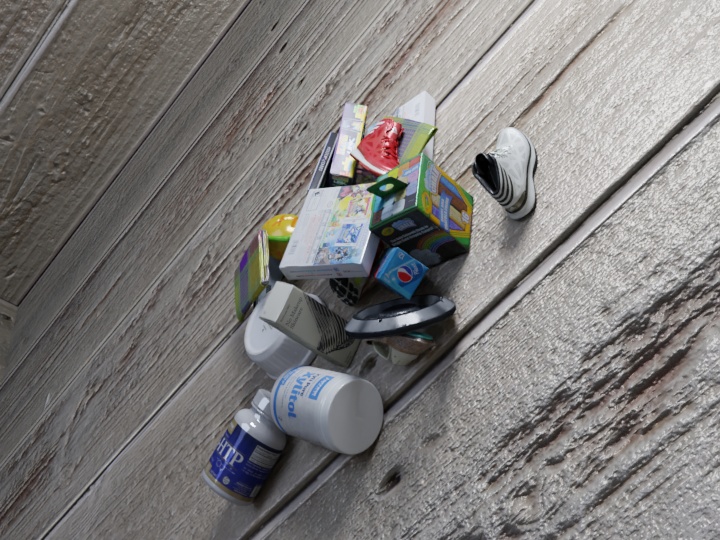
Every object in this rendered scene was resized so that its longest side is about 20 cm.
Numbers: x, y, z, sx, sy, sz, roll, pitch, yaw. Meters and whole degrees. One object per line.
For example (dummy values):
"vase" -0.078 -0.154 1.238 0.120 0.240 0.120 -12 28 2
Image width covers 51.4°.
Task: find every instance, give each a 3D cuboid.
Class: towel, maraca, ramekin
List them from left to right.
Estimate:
"towel" -0.250 0.014 1.721 0.200 0.022 0.147 -49 41 49
"ramekin" -0.169 0.129 1.618 0.201 0.093 0.206 -34 40 33
"maraca" -0.159 -0.076 1.751 0.197 0.135 0.110 5 100 47
"towel" 0.071 -0.253 1.568 0.199 0.023 0.146 24 84 56

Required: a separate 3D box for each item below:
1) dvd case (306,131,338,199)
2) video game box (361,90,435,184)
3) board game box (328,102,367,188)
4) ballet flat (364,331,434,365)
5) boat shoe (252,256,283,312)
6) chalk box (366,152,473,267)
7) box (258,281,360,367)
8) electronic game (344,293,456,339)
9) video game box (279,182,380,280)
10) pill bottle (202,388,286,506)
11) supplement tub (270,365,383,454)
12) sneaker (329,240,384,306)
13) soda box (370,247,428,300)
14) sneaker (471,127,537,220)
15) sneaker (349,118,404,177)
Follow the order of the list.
"dvd case" -0.088 -0.187 1.663 0.152 0.024 0.203 101 -175 -48
"video game box" 0.082 -0.267 1.637 0.180 0.046 0.204 -24 46 38
"board game box" -0.031 -0.245 1.694 0.167 0.055 0.204 97 -177 -60
"ballet flat" 0.067 0.132 1.343 0.199 0.067 0.069 17 96 62
"boat shoe" -0.225 0.048 1.783 0.068 0.072 0.204 -43 44 50
"chalk box" 0.098 -0.116 1.364 0.123 0.199 0.127 -21 46 40
"box" -0.092 0.105 1.436 0.068 0.198 0.084 10 70 53
"electronic game" 0.068 0.081 1.284 0.198 0.197 0.043 -4 102 51
"video game box" -0.044 -0.076 1.428 0.178 0.047 0.203 -4 51 30
"pill bottle" -0.215 0.346 1.480 0.203 0.119 0.119 -59 33 -2
"supplement tub" -0.065 0.247 1.350 0.198 0.131 0.135 -1 62 53
"sneaker" 0.000 0.000 1.502 0.085 0.077 0.201 -42 -8 -35
"soda box" 0.066 0.003 1.353 0.065 0.067 0.200 -57 4 -2
"sneaker" 0.249 -0.197 1.307 0.075 0.114 0.204 -30 42 35
"sneaker" 0.051 -0.247 1.503 0.117 0.078 0.200 -55 36 7
